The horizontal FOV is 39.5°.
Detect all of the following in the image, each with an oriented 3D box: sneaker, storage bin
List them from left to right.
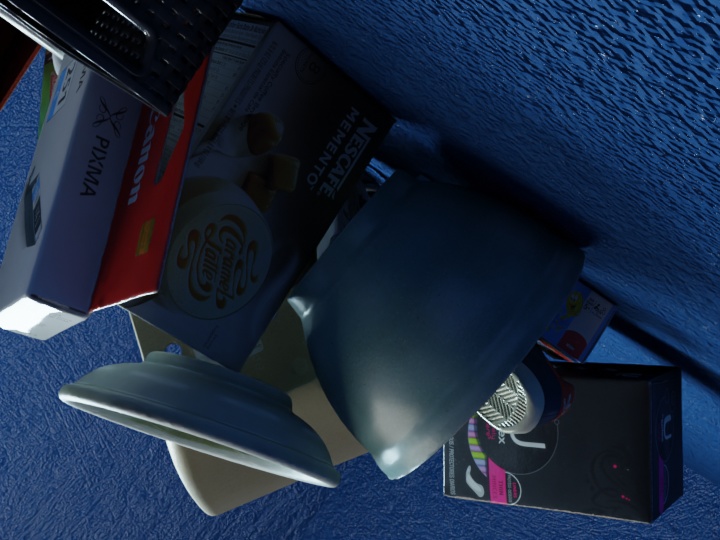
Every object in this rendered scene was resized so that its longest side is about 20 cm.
[{"bbox_3d":[-0.157,-0.173,0.524,0.135,0.094,0.199,35,178,-40],"label":"storage bin"},{"bbox_3d":[0.104,0.065,0.869,0.084,0.076,0.200,-1,-143,-40],"label":"sneaker"}]

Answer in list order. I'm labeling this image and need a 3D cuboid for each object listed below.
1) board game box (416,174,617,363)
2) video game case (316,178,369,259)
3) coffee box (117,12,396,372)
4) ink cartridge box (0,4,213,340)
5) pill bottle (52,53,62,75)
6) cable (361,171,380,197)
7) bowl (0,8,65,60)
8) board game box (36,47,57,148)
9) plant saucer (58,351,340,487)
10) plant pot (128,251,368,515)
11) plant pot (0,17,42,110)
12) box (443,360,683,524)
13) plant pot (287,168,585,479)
[{"bbox_3d":[0.121,0.004,0.914,0.199,0.056,0.196,35,179,5],"label":"board game box"},{"bbox_3d":[0.000,0.000,0.873,0.183,0.022,0.202,62,-162,-49],"label":"video game case"},{"bbox_3d":[-0.083,-0.053,0.668,0.114,0.201,0.079,35,176,-34],"label":"coffee box"},{"bbox_3d":[-0.156,-0.071,0.608,0.044,0.203,0.175,21,157,-30],"label":"ink cartridge box"},{"bbox_3d":[-0.207,-0.188,0.982,0.112,0.113,0.200,34,179,16],"label":"pill bottle"},{"bbox_3d":[-0.020,-0.094,1.092,0.199,0.051,0.163,35,179,-9],"label":"cable"},{"bbox_3d":[-0.218,-0.212,0.722,0.200,0.095,0.201,35,179,1],"label":"bowl"},{"bbox_3d":[-0.262,-0.126,0.974,0.135,0.029,0.202,63,-167,-49],"label":"board game box"},{"bbox_3d":[-0.102,0.096,0.685,0.197,0.051,0.200,17,165,5],"label":"plant saucer"},{"bbox_3d":[-0.099,0.075,0.878,0.177,0.197,0.202,65,-177,-69],"label":"plant pot"},{"bbox_3d":[-0.379,-0.270,0.937,0.199,0.201,0.176,34,-170,-19],"label":"plant pot"},{"bbox_3d":[0.184,0.149,0.920,0.198,0.124,0.106,-1,-179,32],"label":"box"},{"bbox_3d":[0.036,0.018,0.680,0.134,0.201,0.200,42,179,-1],"label":"plant pot"}]
